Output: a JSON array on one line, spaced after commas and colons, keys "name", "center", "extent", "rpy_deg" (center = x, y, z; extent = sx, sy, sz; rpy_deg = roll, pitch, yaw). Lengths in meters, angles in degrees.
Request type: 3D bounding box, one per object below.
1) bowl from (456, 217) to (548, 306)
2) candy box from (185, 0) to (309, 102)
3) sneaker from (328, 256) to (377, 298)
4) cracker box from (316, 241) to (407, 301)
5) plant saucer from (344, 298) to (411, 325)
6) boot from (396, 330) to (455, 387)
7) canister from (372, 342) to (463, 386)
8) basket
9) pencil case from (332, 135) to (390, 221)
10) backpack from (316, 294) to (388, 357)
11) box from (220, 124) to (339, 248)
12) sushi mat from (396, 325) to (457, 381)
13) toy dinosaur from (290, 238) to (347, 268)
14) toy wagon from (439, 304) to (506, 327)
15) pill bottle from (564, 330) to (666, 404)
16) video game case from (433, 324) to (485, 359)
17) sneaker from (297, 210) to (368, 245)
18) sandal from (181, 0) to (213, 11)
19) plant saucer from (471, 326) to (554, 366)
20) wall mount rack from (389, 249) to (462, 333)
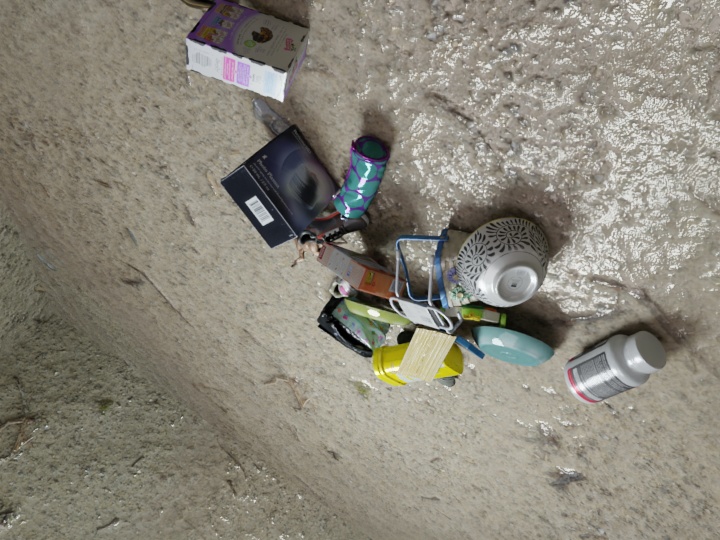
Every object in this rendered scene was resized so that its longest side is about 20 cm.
[{"name": "bowl", "center": [0.302, 0.004, 1.090], "extent": [0.197, 0.095, 0.203], "rpy_deg": [-3, 122, -6]}, {"name": "candy box", "center": [-0.218, -0.437, 1.062], "extent": [0.197, 0.169, 0.072], "rpy_deg": [18, 141, -3]}, {"name": "sneaker", "center": [-0.014, 0.031, 1.461], "extent": [0.082, 0.088, 0.199], "rpy_deg": [48, 141, -11]}, {"name": "cracker box", "center": [0.000, 0.000, 1.294], "extent": [0.133, 0.058, 0.199], "rpy_deg": [17, -171, -39]}, {"name": "plant saucer", "center": [0.049, 0.114, 1.436], "extent": [0.197, 0.032, 0.200], "rpy_deg": [15, 178, 0]}, {"name": "boot", "center": [0.187, 0.264, 1.552], "extent": [0.198, 0.068, 0.132], "rpy_deg": [27, 146, 18]}, {"name": "canister", "center": [0.153, 0.237, 1.408], "extent": [0.198, 0.088, 0.148], "rpy_deg": [-16, 148, 29]}, {"name": "basket", "center": [0.188, -0.007, 1.218], "extent": [0.197, 0.140, 0.178], "rpy_deg": [0, 128, 28]}, {"name": "pencil case", "center": [-0.002, -0.206, 1.221], "extent": [0.091, 0.086, 0.201], "rpy_deg": [12, 142, -11]}, {"name": "backpack", "center": [-0.019, 0.159, 1.558], "extent": [0.199, 0.127, 0.167], "rpy_deg": [36, 165, 2]}, {"name": "box", "center": [-0.185, -0.201, 1.284], "extent": [0.122, 0.199, 0.201], "rpy_deg": [-17, 117, 46]}, {"name": "sushi mat", "center": [0.155, 0.202, 1.284], "extent": [0.094, 0.012, 0.201], "rpy_deg": [15, 136, -2]}, {"name": "toy dinosaur", "center": [-0.141, -0.086, 1.462], "extent": [0.197, 0.086, 0.137], "rpy_deg": [2, 122, 31]}, {"name": "toy wagon", "center": [0.262, 0.107, 1.263], "extent": [0.153, 0.040, 0.200], "rpy_deg": [6, 169, 11]}, {"name": "pill bottle", "center": [0.545, 0.206, 1.158], "extent": [0.110, 0.111, 0.200], "rpy_deg": [39, 143, 0]}, {"name": "video game case", "center": [0.212, 0.154, 1.360], "extent": [0.199, 0.018, 0.143], "rpy_deg": [32, 178, 33]}, {"name": "sneaker", "center": [-0.072, -0.096, 1.358], "extent": [0.197, 0.083, 0.077], "rpy_deg": [-9, 142, 23]}, {"name": "sandal", "center": [-0.346, -0.591, 1.145], "extent": [0.198, 0.080, 0.055], "rpy_deg": [31, 120, 17]}, {"name": "plant saucer", "center": [0.357, 0.188, 1.286], "extent": [0.197, 0.036, 0.200], "rpy_deg": [19, 162, 6]}, {"name": "wall mount rack", "center": [0.133, 0.050, 1.164], "extent": [0.199, 0.075, 0.175], "rpy_deg": [12, 140, 55]}]
